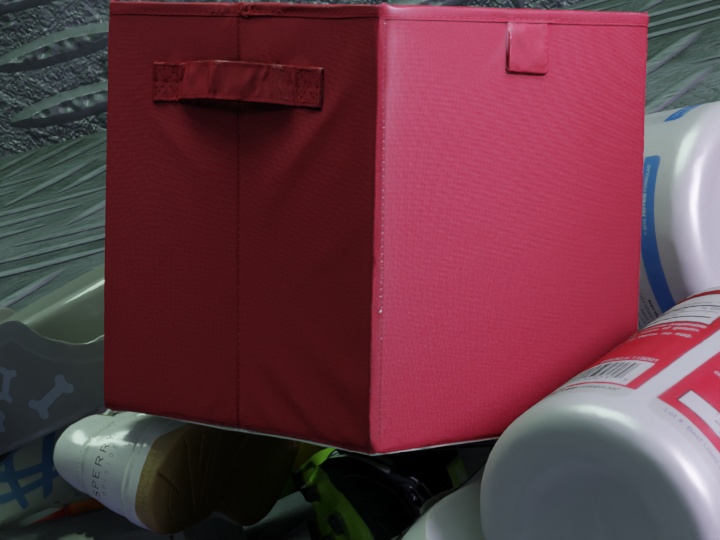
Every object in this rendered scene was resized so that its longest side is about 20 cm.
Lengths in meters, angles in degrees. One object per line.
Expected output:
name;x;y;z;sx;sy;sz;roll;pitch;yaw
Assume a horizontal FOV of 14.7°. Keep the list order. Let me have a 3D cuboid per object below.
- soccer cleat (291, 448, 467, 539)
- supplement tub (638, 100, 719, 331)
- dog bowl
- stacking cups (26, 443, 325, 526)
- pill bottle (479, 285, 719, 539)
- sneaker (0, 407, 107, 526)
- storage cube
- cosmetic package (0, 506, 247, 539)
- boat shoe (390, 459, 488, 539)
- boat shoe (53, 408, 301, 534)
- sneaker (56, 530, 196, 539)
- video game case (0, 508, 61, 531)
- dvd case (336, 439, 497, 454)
soccer cleat;0.015;0.110;1.323;0.081;0.068;0.200;-17;7;-4
supplement tub;0.130;-0.012;1.452;0.199;0.133;0.132;-8;14;43
dog bowl;-0.125;0.026;1.362;0.199;0.059;0.200;-28;6;3
stacking cups;-0.094;0.115;1.469;0.199;0.061;0.061;-24;10;-2
pill bottle;0.145;0.073;1.152;0.112;0.113;0.200;-10;13;39
sneaker;-0.121;0.092;1.429;0.199;0.073;0.072;-27;1;15
storage cube;0.008;-0.025;1.205;0.170;0.181;0.199;6;6;43
cosmetic package;-0.162;0.159;1.405;0.199;0.051;0.083;-15;6;17
boat shoe;0.056;0.116;1.190;0.064;0.071;0.200;-36;-11;30
boat shoe;-0.082;0.079;1.303;0.069;0.071;0.200;17;3;18
sneaker;-0.119;0.172;1.245;0.099;0.070;0.200;-33;13;-28
video game case;-0.108;0.076;1.634;0.200;0.024;0.182;-39;-1;30
dvd case;0.098;0.065;1.347;0.199;0.025;0.150;-4;2;12
